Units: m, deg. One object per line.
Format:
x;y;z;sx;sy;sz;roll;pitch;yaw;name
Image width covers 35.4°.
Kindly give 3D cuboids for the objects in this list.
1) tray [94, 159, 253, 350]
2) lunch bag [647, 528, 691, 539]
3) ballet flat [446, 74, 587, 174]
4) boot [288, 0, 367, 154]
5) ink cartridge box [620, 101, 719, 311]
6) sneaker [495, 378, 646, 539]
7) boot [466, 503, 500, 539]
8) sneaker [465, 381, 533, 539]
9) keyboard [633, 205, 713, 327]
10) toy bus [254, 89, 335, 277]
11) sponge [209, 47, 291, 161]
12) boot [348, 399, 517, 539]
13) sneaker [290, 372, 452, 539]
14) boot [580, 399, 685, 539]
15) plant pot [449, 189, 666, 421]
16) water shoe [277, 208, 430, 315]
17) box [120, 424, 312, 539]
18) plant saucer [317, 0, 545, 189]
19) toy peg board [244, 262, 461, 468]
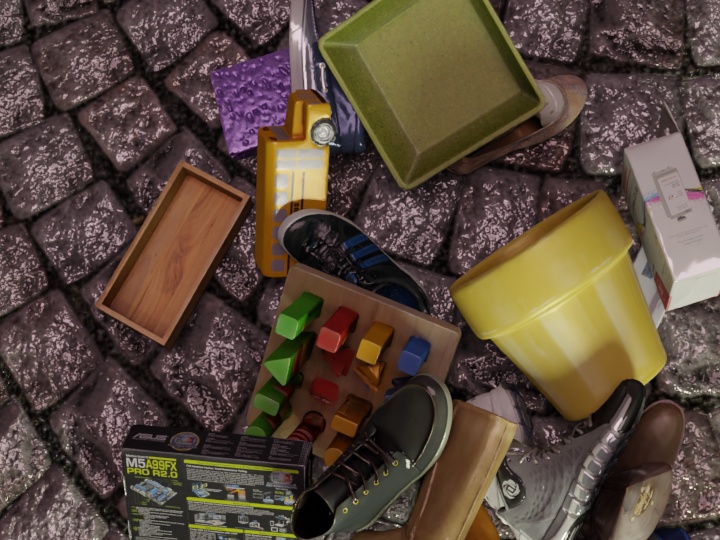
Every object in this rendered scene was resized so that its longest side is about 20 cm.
-0.218;-0.019;1.332;0.098;0.037;0.202;27;80;11;tray
0.311;0.366;1.134;0.131;0.136;0.202;-22;76;0;lunch bag
0.184;-0.176;1.320;0.199;0.067;0.068;-33;76;-4;ballet flat
-0.039;-0.232;1.329;0.089;0.073;0.203;-2;85;-3;boot
0.339;-0.071;1.248;0.067;0.117;0.202;-16;70;5;ink cartridge box
0.197;0.179;1.138;0.115;0.075;0.202;30;97;24;sneaker
0.126;0.306;1.160;0.070;0.144;0.204;-16;75;-4;boot
0.160;0.227;1.228;0.086;0.074;0.202;-21;71;17;sneaker
0.339;0.001;1.293;0.056;0.011;0.202;25;79;16;keyboard
-0.075;-0.098;1.268;0.077;0.065;0.203;-4;115;-16;toy bus
-0.077;-0.216;1.373;0.198;0.030;0.113;-17;75;0;sponge
0.074;0.232;1.177;0.066;0.174;0.202;24;84;-35;boot
0.013;0.192;1.117;0.075;0.106;0.201;40;111;23;sneaker
0.292;0.202;1.145;0.064;0.200;0.188;31;80;11;boot
0.225;0.046;1.205;0.200;0.201;0.190;-34;90;-4;plant pot
0.000;0.000;1.244;0.199;0.079;0.072;31;102;-18;water shoe
-0.150;0.250;1.203;0.197;0.044;0.162;4;118;6;box
0.082;-0.225;1.263;0.198;0.048;0.201;-29;95;27;plant saucer
-0.022;0.129;1.198;0.197;0.098;0.202;22;111;10;toy peg board
